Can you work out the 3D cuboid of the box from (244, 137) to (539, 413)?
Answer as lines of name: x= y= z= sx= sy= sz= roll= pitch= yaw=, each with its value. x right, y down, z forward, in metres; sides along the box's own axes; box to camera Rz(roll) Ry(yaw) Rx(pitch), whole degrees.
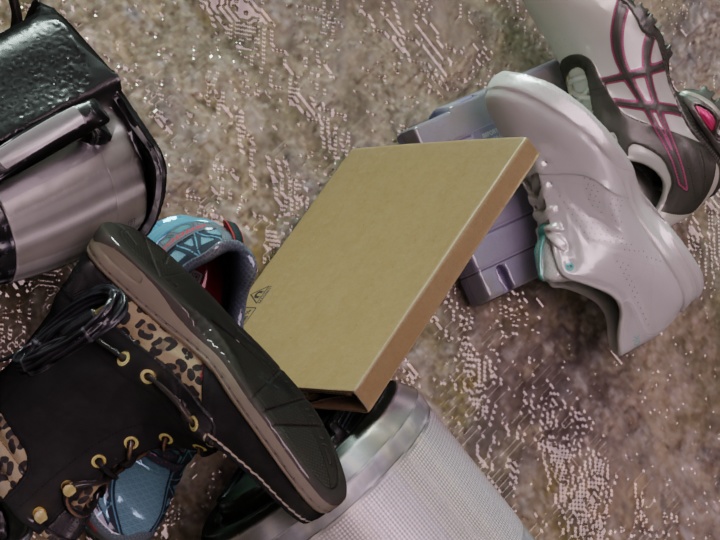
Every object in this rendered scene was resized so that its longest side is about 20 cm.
box: x=0.000 y=0.000 z=1.254 sx=0.021 sy=0.163 sz=0.200 roll=51 pitch=59 yaw=-28

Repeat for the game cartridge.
game cartridge: x=0.129 y=-0.071 z=1.414 sx=0.199 sy=0.038 sz=0.130 roll=-24 pitch=86 yaw=-30

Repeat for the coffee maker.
coffee maker: x=-0.241 y=-0.056 z=1.175 sx=0.199 sy=0.135 sz=0.192 roll=-29 pitch=53 yaw=-31

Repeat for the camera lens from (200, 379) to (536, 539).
camera lens: x=0.017 y=0.177 z=1.220 sx=0.160 sy=0.160 sz=0.200 roll=-43 pitch=99 yaw=-29

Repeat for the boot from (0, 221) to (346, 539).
boot: x=-0.116 y=0.092 z=1.140 sx=0.151 sy=0.073 sz=0.200 roll=-45 pitch=80 yaw=13

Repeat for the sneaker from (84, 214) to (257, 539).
sneaker: x=-0.113 y=0.063 z=1.203 sx=0.079 sy=0.095 sz=0.201 roll=18 pitch=81 yaw=-32

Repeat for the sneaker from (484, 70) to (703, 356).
sneaker: x=0.136 y=-0.035 z=1.355 sx=0.088 sy=0.075 sz=0.200 roll=-42 pitch=100 yaw=-17

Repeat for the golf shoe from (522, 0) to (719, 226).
golf shoe: x=0.168 y=-0.118 z=1.387 sx=0.200 sy=0.077 sz=0.088 roll=47 pitch=69 yaw=-10

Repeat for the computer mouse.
computer mouse: x=-0.199 y=0.059 z=1.129 sx=0.034 sy=0.199 sz=0.059 roll=52 pitch=32 yaw=-25

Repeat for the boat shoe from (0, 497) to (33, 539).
boat shoe: x=-0.274 y=0.138 z=1.129 sx=0.198 sy=0.068 sz=0.074 roll=11 pitch=73 yaw=-25
